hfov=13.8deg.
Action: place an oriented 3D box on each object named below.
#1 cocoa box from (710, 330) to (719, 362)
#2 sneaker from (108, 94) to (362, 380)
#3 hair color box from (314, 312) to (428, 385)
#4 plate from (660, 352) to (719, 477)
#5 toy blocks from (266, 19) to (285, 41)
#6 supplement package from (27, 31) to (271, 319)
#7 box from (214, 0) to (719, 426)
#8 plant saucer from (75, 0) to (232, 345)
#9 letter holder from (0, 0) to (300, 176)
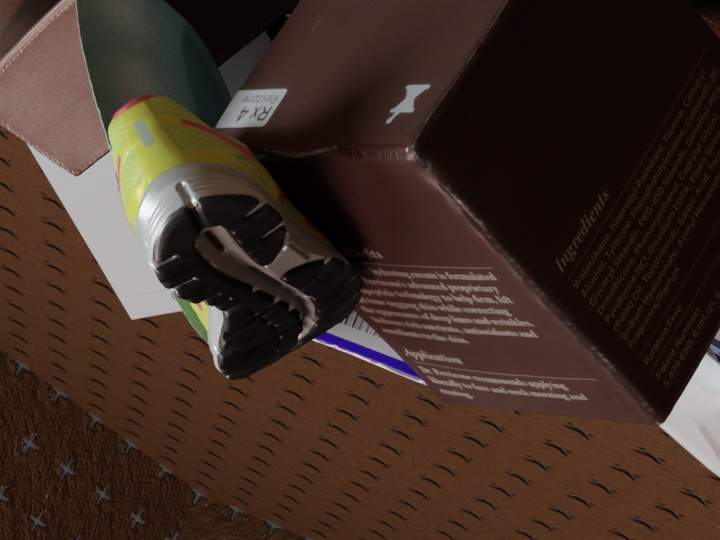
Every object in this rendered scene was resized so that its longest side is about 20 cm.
[{"bbox_3d":[0.291,0.022,1.521,0.199,0.134,0.131,25,169,24],"label":"cocoa box"},{"bbox_3d":[-0.060,-0.020,1.344,0.091,0.078,0.200,57,178,26],"label":"sneaker"},{"bbox_3d":[0.000,0.000,1.586,0.109,0.065,0.200,21,-170,-4],"label":"hair color box"},{"bbox_3d":[0.159,0.049,1.672,0.199,0.032,0.200,43,176,28],"label":"plate"},{"bbox_3d":[-0.044,-0.111,1.902,0.200,0.100,0.137,39,154,-17],"label":"toy blocks"},{"bbox_3d":[-0.118,-0.088,1.820,0.121,0.120,0.201,-10,117,45],"label":"supplement package"},{"bbox_3d":[0.071,-0.053,1.391,0.165,0.165,0.200,4,144,52],"label":"box"},{"bbox_3d":[-0.084,-0.062,1.452,0.201,0.038,0.202,-20,-90,-81],"label":"plant saucer"},{"bbox_3d":[-0.133,-0.168,1.553,0.200,0.101,0.142,-35,127,30],"label":"letter holder"}]
